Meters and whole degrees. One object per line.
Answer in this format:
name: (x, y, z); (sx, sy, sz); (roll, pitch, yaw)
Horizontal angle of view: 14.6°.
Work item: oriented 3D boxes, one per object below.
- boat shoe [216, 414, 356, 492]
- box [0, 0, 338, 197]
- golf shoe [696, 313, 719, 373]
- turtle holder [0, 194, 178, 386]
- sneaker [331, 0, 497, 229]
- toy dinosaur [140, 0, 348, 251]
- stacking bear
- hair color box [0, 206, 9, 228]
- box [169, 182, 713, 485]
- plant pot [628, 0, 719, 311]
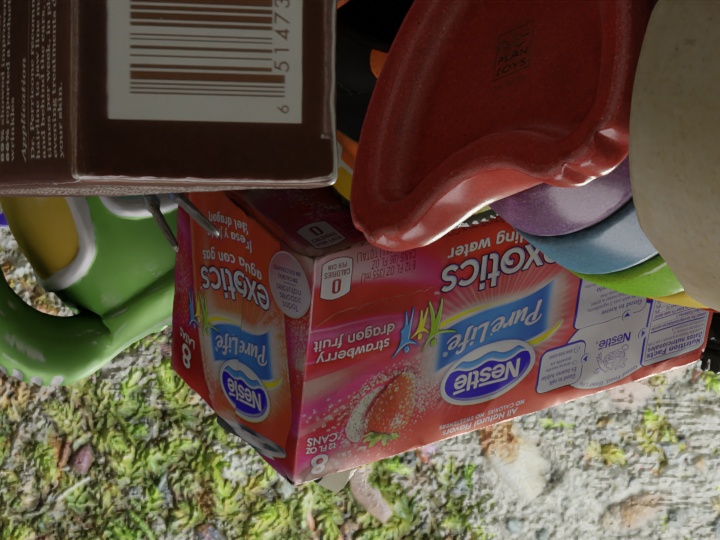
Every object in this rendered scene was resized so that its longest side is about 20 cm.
boat shoe: (0.001, -0.002, 1.168); (0.063, 0.202, 0.074); (28, 142, -3)
box: (-0.072, -0.069, 0.759); (0.075, 0.101, 0.200); (0, -179, -24)
golf shoe: (0.128, -0.011, 1.241); (0.200, 0.077, 0.088); (19, -142, 31)
turtle holder: (-0.094, -0.039, 1.139); (0.185, 0.132, 0.141); (-37, -165, 11)
sneaker: (-0.015, -0.093, 1.011); (0.070, 0.090, 0.200); (-19, -141, -35)
toy dinosaur: (-0.095, -0.104, 0.940); (0.181, 0.105, 0.200); (-13, -137, -18)
stacking bear: (0.113, -0.032, 0.924); (0.200, 0.114, 0.121); (28, 148, -34)
hair color box: (-0.090, -0.073, 1.275); (0.200, 0.110, 0.065); (-1, -178, -38)
box: (0.035, -0.006, 1.062); (0.200, 0.100, 0.095); (-15, -144, -31)
plant pot: (0.183, -0.035, 0.783); (0.183, 0.201, 0.200); (17, -169, 41)
